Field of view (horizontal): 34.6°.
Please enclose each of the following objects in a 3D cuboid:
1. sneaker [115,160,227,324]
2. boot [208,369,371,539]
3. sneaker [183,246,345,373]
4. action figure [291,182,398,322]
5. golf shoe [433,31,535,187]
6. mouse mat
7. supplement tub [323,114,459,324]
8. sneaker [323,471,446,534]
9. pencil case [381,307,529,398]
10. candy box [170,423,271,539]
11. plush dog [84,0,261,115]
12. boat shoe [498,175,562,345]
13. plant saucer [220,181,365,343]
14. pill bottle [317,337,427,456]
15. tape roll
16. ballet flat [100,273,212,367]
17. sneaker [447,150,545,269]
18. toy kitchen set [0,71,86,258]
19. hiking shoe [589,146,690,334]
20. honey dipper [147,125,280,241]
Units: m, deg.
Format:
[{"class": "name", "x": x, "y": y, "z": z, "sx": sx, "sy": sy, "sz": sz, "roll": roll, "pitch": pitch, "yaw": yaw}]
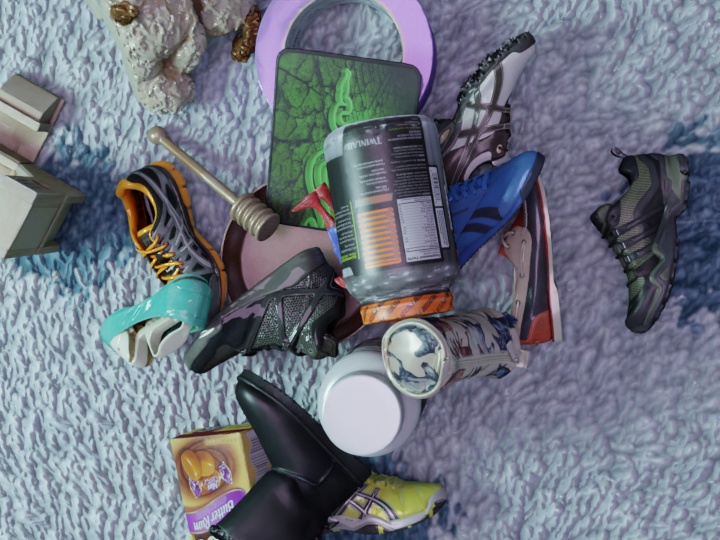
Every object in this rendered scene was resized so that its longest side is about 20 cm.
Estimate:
[{"class": "sneaker", "x": -0.220, "y": -0.026, "z": 1.317, "sx": 0.078, "sy": 0.077, "sz": 0.201, "roll": -29, "pitch": 83, "yaw": 32}, {"class": "boot", "x": -0.098, "y": 0.226, "z": 1.238, "sx": 0.198, "sy": 0.073, "sz": 0.163, "roll": 43, "pitch": 75, "yaw": -12}, {"class": "sneaker", "x": -0.098, "y": 0.074, "z": 1.282, "sx": 0.199, "sy": 0.076, "sz": 0.115, "roll": -35, "pitch": 82, "yaw": 2}, {"class": "action figure", "x": 0.000, "y": 0.000, "z": 1.270, "sx": 0.052, "sy": 0.065, "sz": 0.200, "roll": -36, "pitch": 96, "yaw": 18}, {"class": "golf shoe", "x": 0.142, "y": -0.169, "z": 1.280, "sx": 0.094, "sy": 0.078, "sz": 0.200, "roll": 37, "pitch": 105, "yaw": -3}, {"class": "mouse mat", "x": -0.021, "y": -0.136, "z": 1.268, "sx": 0.160, "sy": 0.008, "sz": 0.202, "roll": 8, "pitch": 112, "yaw": 6}, {"class": "supplement tub", "x": 0.034, "y": -0.050, "z": 1.190, "sx": 0.122, "sy": 0.123, "sz": 0.202, "roll": -9, "pitch": 87, "yaw": 8}, {"class": "sneaker", "x": -0.002, "y": 0.253, "z": 1.312, "sx": 0.198, "sy": 0.075, "sz": 0.077, "roll": -6, "pitch": 93, "yaw": 7}, {"class": "pencil case", "x": 0.098, "y": 0.083, "z": 1.194, "sx": 0.089, "sy": 0.200, "sz": 0.078, "roll": 6, "pitch": 95, "yaw": 30}, {"class": "candy box", "x": -0.141, "y": 0.279, "z": 1.316, "sx": 0.116, "sy": 0.056, "sz": 0.202, "roll": -11, "pitch": 92, "yaw": 39}, {"class": "plush dog", "x": -0.200, "y": -0.300, "z": 1.290, "sx": 0.171, "sy": 0.160, "sz": 0.201, "roll": -28, "pitch": 88, "yaw": -16}, {"class": "boat shoe", "x": 0.184, "y": -0.016, "z": 1.281, "sx": 0.062, "sy": 0.071, "sz": 0.202, "roll": -5, "pitch": 96, "yaw": 10}, {"class": "plant saucer", "x": -0.061, "y": -0.010, "z": 1.328, "sx": 0.199, "sy": 0.034, "sz": 0.202, "roll": 0, "pitch": 92, "yaw": 8}, {"class": "pill bottle", "x": 0.014, "y": 0.137, "z": 1.241, "sx": 0.110, "sy": 0.200, "sz": 0.112, "roll": 0, "pitch": 94, "yaw": 8}, {"class": "tape roll", "x": -0.015, "y": -0.238, "z": 1.297, "sx": 0.198, "sy": 0.066, "sz": 0.202, "roll": 0, "pitch": 93, "yaw": 7}, {"class": "ballet flat", "x": -0.236, "y": 0.069, "z": 1.291, "sx": 0.200, "sy": 0.067, "sz": 0.071, "roll": -29, "pitch": 47, "yaw": 42}, {"class": "sneaker", "x": 0.116, "y": -0.069, "z": 1.248, "sx": 0.078, "sy": 0.066, "sz": 0.200, "roll": 39, "pitch": 128, "yaw": -6}, {"class": "toy kitchen set", "x": -0.414, "y": -0.136, "z": 1.294, "sx": 0.199, "sy": 0.180, "sz": 0.164, "roll": 29, "pitch": 95, "yaw": 1}, {"class": "hiking shoe", "x": 0.299, "y": -0.033, "z": 1.268, "sx": 0.100, "sy": 0.076, "sz": 0.202, "roll": 10, "pitch": 85, "yaw": 15}, {"class": "honey dipper", "x": -0.172, "y": -0.106, "z": 1.319, "sx": 0.200, "sy": 0.038, "sz": 0.038, "roll": 41, "pitch": 97, "yaw": 22}]
